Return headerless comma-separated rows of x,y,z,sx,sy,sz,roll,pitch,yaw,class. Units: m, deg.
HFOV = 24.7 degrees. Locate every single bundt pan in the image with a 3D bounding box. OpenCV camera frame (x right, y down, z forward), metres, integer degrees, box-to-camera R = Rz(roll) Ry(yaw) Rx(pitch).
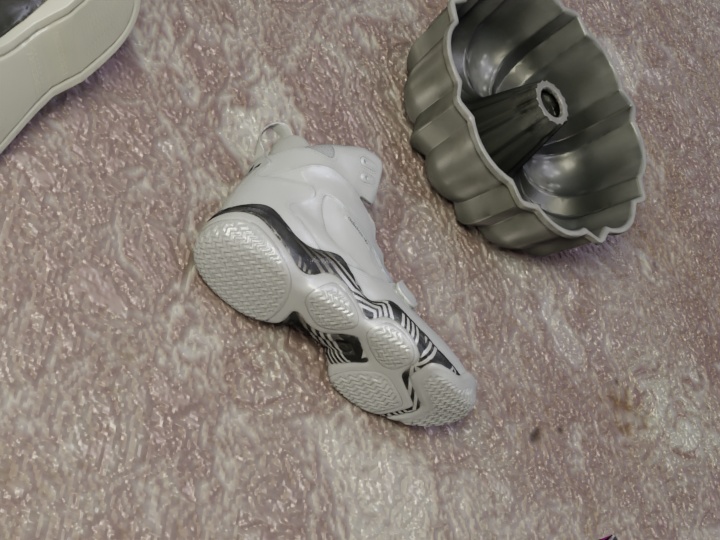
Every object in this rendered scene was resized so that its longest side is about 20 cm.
0.105,-0.100,1.127,0.201,0.075,0.204,24,53,-36,bundt pan

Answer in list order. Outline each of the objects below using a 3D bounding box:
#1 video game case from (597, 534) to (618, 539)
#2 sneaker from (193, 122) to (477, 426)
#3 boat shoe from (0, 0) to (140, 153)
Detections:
0.160,0.293,0.995,0.201,0.036,0.181,57,41,-5,video game case
0.000,0.000,0.963,0.199,0.075,0.116,37,49,-22,sneaker
-0.196,-0.106,0.831,0.060,0.074,0.200,28,54,23,boat shoe
